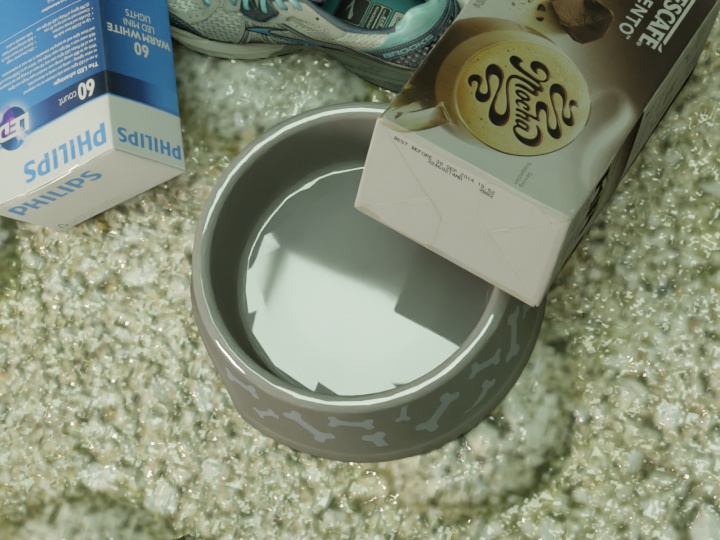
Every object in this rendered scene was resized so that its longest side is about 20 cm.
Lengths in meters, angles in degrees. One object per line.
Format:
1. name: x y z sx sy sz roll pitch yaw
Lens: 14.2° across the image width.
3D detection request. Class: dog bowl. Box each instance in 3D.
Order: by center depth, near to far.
1. dog bowl: 0.000 0.000 1.558 0.199 0.059 0.201 -3 71 8

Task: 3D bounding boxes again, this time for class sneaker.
1. sneaker: -0.034 -0.160 1.603 0.199 0.086 0.078 11 73 12

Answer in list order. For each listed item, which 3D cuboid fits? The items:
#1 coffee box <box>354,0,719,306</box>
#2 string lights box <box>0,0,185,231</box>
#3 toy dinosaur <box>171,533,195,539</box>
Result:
1. coffee box: 0.097 -0.092 1.520 0.113 0.080 0.200 29 53 10
2. string lights box: -0.161 -0.135 1.605 0.103 0.059 0.201 -23 65 36
3. toy dinosaur: -0.104 0.204 1.489 0.200 0.077 0.102 -29 102 11
